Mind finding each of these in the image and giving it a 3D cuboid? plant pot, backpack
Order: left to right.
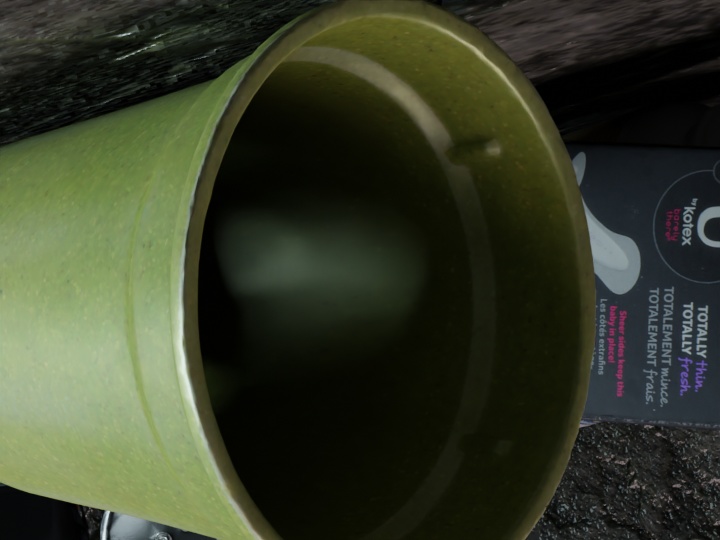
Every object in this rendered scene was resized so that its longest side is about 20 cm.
[{"bbox_3d":[-0.336,0.224,2.577,0.177,0.151,0.200,-11,168,-3],"label":"backpack"},{"bbox_3d":[-0.051,0.014,0.988,0.184,0.201,0.200,-3,-177,43],"label":"plant pot"}]

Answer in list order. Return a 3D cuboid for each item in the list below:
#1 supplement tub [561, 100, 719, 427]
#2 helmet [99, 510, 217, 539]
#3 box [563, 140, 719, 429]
[{"bbox_3d":[0.127,-0.001,1.409,0.199,0.145,0.144,-17,174,35],"label":"supplement tub"},{"bbox_3d":[-0.070,0.099,1.643,0.199,0.192,0.200,11,180,0],"label":"helmet"},{"bbox_3d":[0.107,0.004,1.270,0.199,0.123,0.106,4,-178,23],"label":"box"}]
